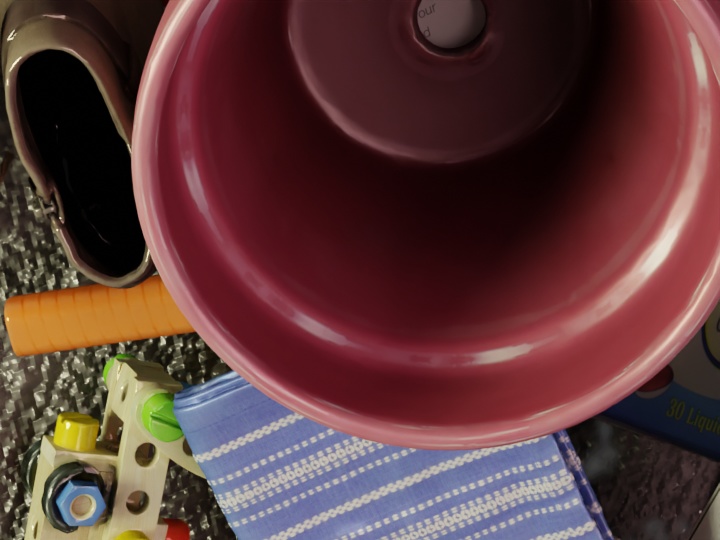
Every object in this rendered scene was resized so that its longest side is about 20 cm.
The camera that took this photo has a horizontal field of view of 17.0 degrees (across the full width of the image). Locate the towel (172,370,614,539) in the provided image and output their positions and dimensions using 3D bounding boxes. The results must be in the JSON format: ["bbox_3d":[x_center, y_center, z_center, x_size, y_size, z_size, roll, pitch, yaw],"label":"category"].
[{"bbox_3d":[0.026,0.110,0.959,0.144,0.024,0.201,-23,101,16],"label":"towel"}]

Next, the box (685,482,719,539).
[{"bbox_3d":[0.197,0.128,1.006,0.116,0.060,0.201,4,131,-25],"label":"box"}]

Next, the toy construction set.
[{"bbox_3d":[-0.079,0.120,1.017,0.130,0.092,0.202,7,87,-25],"label":"toy construction set"}]

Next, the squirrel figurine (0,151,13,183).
[{"bbox_3d":[-0.210,-0.074,0.844,0.141,0.186,0.201,-33,113,-18],"label":"squirrel figurine"}]

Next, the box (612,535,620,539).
[{"bbox_3d":[0.118,0.199,1.137,0.035,0.110,0.201,-37,116,-19],"label":"box"}]

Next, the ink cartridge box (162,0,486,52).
[{"bbox_3d":[0.007,-0.080,0.971,0.144,0.085,0.201,-24,111,12],"label":"ink cartridge box"}]

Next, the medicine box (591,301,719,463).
[{"bbox_3d":[0.189,-0.013,1.096,0.102,0.182,0.202,14,92,-32],"label":"medicine box"}]

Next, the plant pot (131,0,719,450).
[{"bbox_3d":[0.027,-0.065,0.833,0.198,0.179,0.202,0,113,1],"label":"plant pot"}]

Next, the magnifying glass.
[{"bbox_3d":[-0.044,0.009,0.957,0.198,0.022,0.080,-7,114,10],"label":"magnifying glass"}]

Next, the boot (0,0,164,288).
[{"bbox_3d":[-0.106,-0.094,0.845,0.070,0.146,0.201,-22,111,7],"label":"boot"}]
